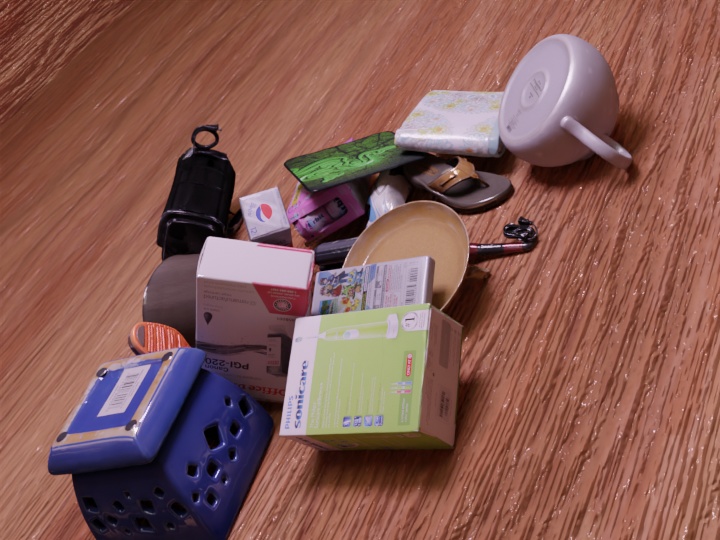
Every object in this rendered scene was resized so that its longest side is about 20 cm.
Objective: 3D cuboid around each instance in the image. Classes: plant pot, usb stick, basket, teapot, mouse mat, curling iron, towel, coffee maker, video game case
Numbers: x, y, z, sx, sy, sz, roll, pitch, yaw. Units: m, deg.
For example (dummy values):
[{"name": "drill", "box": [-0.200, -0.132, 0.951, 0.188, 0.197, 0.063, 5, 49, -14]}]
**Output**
[{"name": "plant pot", "box": [-0.255, 0.215, 1.229, 0.197, 0.181, 0.202, -13, 35, 30]}, {"name": "usb stick", "box": [0.022, -0.038, 1.462, 0.196, 0.033, 0.055, -10, 17, 23]}, {"name": "basket", "box": [-0.192, 0.038, 1.443, 0.197, 0.138, 0.181, -9, 27, 27]}, {"name": "plant pot", "box": [0.060, 0.002, 1.297, 0.197, 0.027, 0.203, -20, 51, 26]}, {"name": "teapot", "box": [0.302, -0.226, 1.406, 0.197, 0.144, 0.204, -20, 51, 60]}, {"name": "mouse mat", "box": [-0.012, -0.175, 1.555, 0.197, 0.008, 0.161, -19, 28, -14]}, {"name": "curling iron", "box": [0.155, -0.034, 1.364, 0.197, 0.026, 0.050, -13, 42, 28]}, {"name": "towel", "box": [0.162, -0.235, 1.567, 0.168, 0.049, 0.201, 4, 31, 21]}, {"name": "coffee maker", "box": [-0.292, -0.119, 1.731, 0.132, 0.195, 0.202, -9, 35, 5]}, {"name": "video game case", "box": [0.007, 0.088, 1.248, 0.180, 0.022, 0.204, -8, 65, 34]}]

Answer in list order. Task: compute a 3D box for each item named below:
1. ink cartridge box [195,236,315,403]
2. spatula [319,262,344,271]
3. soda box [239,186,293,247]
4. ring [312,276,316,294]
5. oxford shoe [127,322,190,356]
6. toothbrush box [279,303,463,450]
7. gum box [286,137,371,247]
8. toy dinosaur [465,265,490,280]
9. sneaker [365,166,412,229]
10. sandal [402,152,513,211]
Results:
[{"name": "ink cartridge box", "box": [-0.139, 0.069, 1.274, 0.142, 0.203, 0.086, 7, 39, -1]}, {"name": "spatula", "box": [0.000, 0.000, 1.462, 0.198, 0.021, 0.057, 10, 50, 50]}, {"name": "soda box", "box": [-0.140, -0.058, 1.507, 0.062, 0.069, 0.200, -17, -13, -6]}, {"name": "ring", "box": [-0.101, 0.075, 1.450, 0.197, 0.019, 0.202, -23, 33, 15]}, {"name": "oxford shoe", "box": [-0.258, 0.136, 1.341, 0.072, 0.200, 0.072, -22, 51, 20]}, {"name": "toothbrush box", "box": [0.013, 0.129, 1.152, 0.197, 0.086, 0.148, -8, 65, 33]}, {"name": "gum box", "box": [-0.048, -0.127, 1.601, 0.112, 0.066, 0.201, -31, 21, 19]}, {"name": "toy dinosaur", "box": [0.077, 0.037, 1.304, 0.199, 0.059, 0.101, -40, 33, -13]}, {"name": "sneaker", "box": [0.042, -0.121, 1.554, 0.072, 0.072, 0.201, -30, 24, 25]}, {"name": "sandal", "box": [0.140, -0.147, 1.489, 0.082, 0.055, 0.199, -42, 48, -20]}]
